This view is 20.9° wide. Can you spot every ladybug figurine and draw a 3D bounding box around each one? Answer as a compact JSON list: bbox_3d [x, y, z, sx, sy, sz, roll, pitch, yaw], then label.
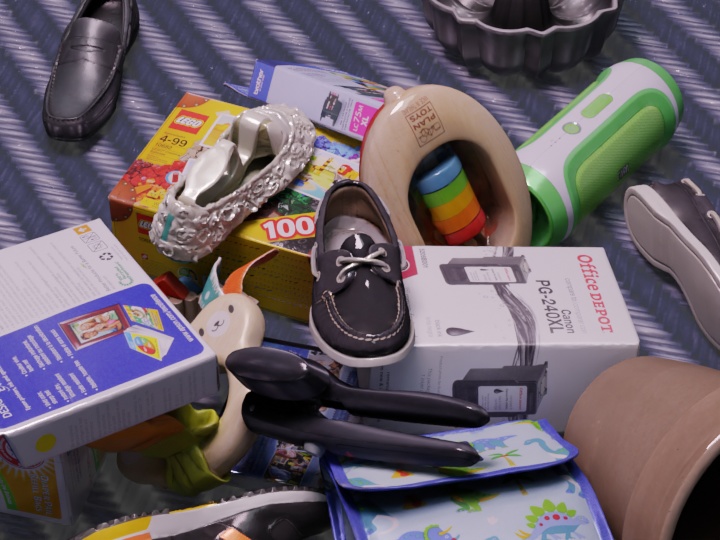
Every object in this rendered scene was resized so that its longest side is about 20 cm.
[{"bbox_3d":[0.060,-0.060,1.527,0.135,0.201,0.072,-32,27,-18],"label":"ladybug figurine"}]

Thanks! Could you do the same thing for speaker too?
[{"bbox_3d":[0.187,-0.098,1.632,0.088,0.089,0.200,28,50,27],"label":"speaker"}]

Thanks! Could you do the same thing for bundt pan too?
[{"bbox_3d":[0.149,-0.248,1.799,0.200,0.076,0.203,0,42,0],"label":"bundt pan"}]

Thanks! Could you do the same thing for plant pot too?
[{"bbox_3d":[0.231,0.141,1.325,0.199,0.202,0.174,-21,28,-21],"label":"plant pot"}]

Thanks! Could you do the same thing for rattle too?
[{"bbox_3d":[-0.135,0.048,1.401,0.130,0.142,0.202,-1,65,53],"label":"rattle"}]

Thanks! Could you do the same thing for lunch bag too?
[{"bbox_3d":[0.072,0.184,1.303,0.168,0.128,0.201,-7,42,-10],"label":"lunch bag"}]

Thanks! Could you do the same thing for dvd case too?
[{"bbox_3d":[-0.006,0.118,1.452,0.198,0.018,0.143,10,43,12],"label":"dvd case"}]

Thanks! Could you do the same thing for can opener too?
[{"bbox_3d":[-0.003,0.100,1.310,0.199,0.078,0.064,14,85,33],"label":"can opener"}]

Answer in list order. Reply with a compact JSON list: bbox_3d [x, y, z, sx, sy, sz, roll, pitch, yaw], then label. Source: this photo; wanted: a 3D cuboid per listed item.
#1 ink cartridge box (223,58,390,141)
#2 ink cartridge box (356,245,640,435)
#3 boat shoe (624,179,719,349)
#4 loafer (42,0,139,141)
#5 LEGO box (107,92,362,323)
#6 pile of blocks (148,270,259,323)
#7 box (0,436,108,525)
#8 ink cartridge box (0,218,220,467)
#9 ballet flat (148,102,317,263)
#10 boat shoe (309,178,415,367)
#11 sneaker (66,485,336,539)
[{"bbox_3d":[-0.008,-0.140,1.646,0.199,0.042,0.119,21,12,40],"label":"ink cartridge box"},{"bbox_3d":[0.097,0.050,1.448,0.198,0.084,0.146,0,30,-5],"label":"ink cartridge box"},{"bbox_3d":[0.278,-0.005,1.539,0.060,0.074,0.200,-16,38,-15],"label":"boat shoe"},{"bbox_3d":[-0.243,-0.193,1.745,0.067,0.071,0.202,6,43,7],"label":"loafer"},{"bbox_3d":[-0.082,-0.051,1.589,0.198,0.078,0.149,15,46,16],"label":"LEGO box"},{"bbox_3d":[-0.179,0.021,1.523,0.198,0.063,0.083,-6,43,-7],"label":"pile of blocks"},{"bbox_3d":[-0.287,0.095,1.409,0.198,0.113,0.102,10,44,9],"label":"box"},{"bbox_3d":[-0.226,0.052,1.331,0.199,0.047,0.198,-21,40,-23],"label":"ink cartridge box"},{"bbox_3d":[-0.093,-0.082,1.518,0.071,0.072,0.200,20,46,20],"label":"ballet flat"},{"bbox_3d":[0.000,0.000,1.376,0.073,0.061,0.200,0,28,-2],"label":"boat shoe"},{"bbox_3d":[-0.104,0.205,1.337,0.198,0.070,0.091,-7,78,-28],"label":"sneaker"}]
